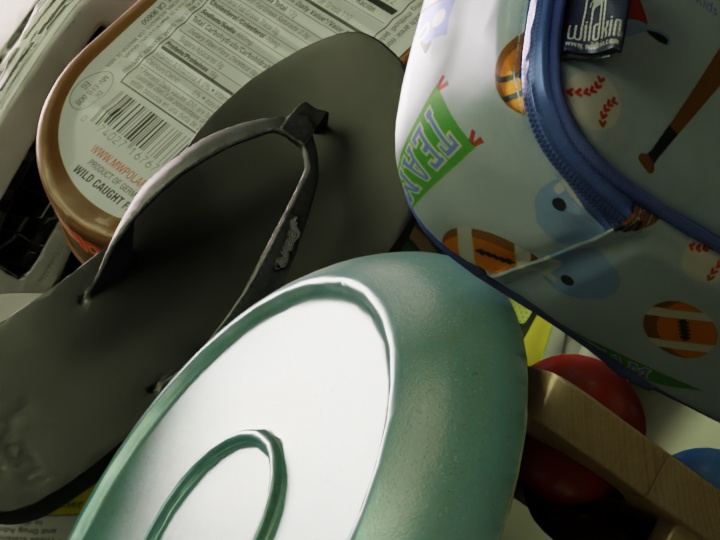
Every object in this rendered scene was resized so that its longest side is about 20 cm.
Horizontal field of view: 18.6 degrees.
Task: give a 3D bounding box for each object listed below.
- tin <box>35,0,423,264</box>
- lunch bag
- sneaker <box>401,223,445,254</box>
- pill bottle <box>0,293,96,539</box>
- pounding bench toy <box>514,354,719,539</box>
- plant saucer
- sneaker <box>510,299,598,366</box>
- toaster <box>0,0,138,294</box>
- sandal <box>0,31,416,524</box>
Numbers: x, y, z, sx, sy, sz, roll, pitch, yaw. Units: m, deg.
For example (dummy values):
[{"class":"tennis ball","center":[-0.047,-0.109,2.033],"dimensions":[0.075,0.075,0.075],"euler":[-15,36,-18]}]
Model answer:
[{"class":"tin","center":[-0.026,-0.074,0.770],"dimensions":[0.112,0.042,0.200],"euler":[36,71,28]},{"class":"lunch bag","center":[0.103,-0.047,0.586],"dimensions":[0.075,0.200,0.161],"euler":[-25,41,48]},{"class":"sneaker","center":[0.000,0.000,0.803],"dimensions":[0.070,0.093,0.200],"euler":[-16,48,49]},{"class":"pill bottle","center":[-0.118,0.117,0.774],"dimensions":[0.109,0.109,0.201],"euler":[-130,42,-61]},{"class":"pounding bench toy","center":[0.016,0.099,0.643],"dimensions":[0.200,0.124,0.156],"euler":[10,69,60]},{"class":"plant saucer","center":[-0.034,0.075,0.580],"dimensions":[0.200,0.027,0.201],"euler":[-41,29,28]},{"class":"sneaker","center":[0.066,-0.037,0.690],"dimensions":[0.075,0.076,0.201],"euler":[-80,8,-78]},{"class":"toaster","center":[-0.128,-0.046,0.861],"dimensions":[0.129,0.113,0.201],"euler":[17,76,56]},{"class":"sandal","center":[-0.052,0.002,0.683],"dimensions":[0.200,0.076,0.043],"euler":[-45,-16,-13]}]
